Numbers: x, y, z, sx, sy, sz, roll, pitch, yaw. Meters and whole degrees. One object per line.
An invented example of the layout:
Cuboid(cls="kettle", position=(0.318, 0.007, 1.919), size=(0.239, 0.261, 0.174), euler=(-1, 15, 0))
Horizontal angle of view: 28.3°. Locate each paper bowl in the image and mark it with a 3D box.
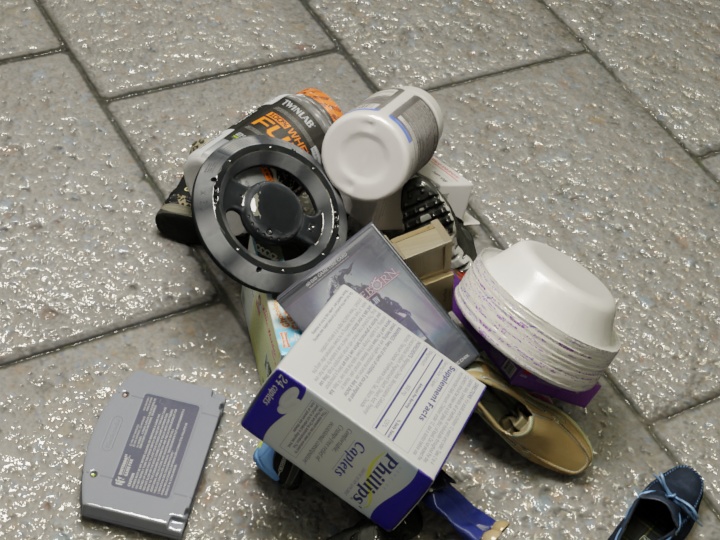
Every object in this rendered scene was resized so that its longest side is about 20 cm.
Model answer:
Cuboid(cls="paper bowl", position=(0.217, 0.041, 1.676), size=(0.200, 0.105, 0.201), euler=(29, 19, -11))

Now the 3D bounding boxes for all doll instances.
Cuboid(cls="doll", position=(0.077, 0.237, 1.616), size=(0.200, 0.049, 0.136), euler=(43, 16, 11))

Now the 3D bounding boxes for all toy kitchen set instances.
Cuboid(cls="toy kitchen set", position=(0.000, 0.000, 1.754), size=(0.163, 0.200, 0.181), euler=(-21, 53, -16))

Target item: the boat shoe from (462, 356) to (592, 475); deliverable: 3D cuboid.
Cuboid(cls="boat shoe", position=(0.190, 0.180, 1.672), size=(0.200, 0.072, 0.076), euler=(34, 9, -8))

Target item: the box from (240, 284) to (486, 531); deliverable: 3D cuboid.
Cuboid(cls="box", position=(0.006, 0.145, 1.531), size=(0.200, 0.105, 0.184), euler=(36, 36, 2))

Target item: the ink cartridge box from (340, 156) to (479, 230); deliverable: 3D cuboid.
Cuboid(cls="ink cartridge box", position=(0.066, -0.111, 1.917), size=(0.199, 0.067, 0.116), euler=(-4, 31, -39))

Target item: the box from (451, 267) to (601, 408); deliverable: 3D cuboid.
Cuboid(cls="box", position=(0.192, 0.081, 1.761), size=(0.137, 0.039, 0.200), euler=(20, 22, -39))

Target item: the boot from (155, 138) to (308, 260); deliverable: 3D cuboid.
Cuboid(cls="boot", position=(-0.154, -0.096, 1.891), size=(0.203, 0.074, 0.154), euler=(12, 50, 4))

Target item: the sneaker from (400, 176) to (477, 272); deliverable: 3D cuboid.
Cuboid(cls="sneaker", position=(0.103, -0.049, 1.854), size=(0.066, 0.200, 0.091), euler=(-23, 31, 13))

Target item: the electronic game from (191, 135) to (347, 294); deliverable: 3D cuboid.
Cuboid(cls="electronic game", position=(-0.106, -0.067, 1.697), size=(0.199, 0.042, 0.201), euler=(10, 67, -25))

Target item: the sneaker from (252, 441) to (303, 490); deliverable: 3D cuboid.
Cuboid(cls="sneaker", position=(-0.041, 0.188, 1.664), size=(0.083, 0.071, 0.199), euler=(50, 49, 3))

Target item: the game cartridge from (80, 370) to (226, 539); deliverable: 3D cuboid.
Cuboid(cls="game cartridge", position=(-0.239, 0.204, 1.614), size=(0.133, 0.041, 0.200), euler=(17, 45, -2))

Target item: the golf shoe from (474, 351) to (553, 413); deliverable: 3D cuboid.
Cuboid(cls="golf shoe", position=(0.138, 0.135, 1.752), size=(0.199, 0.075, 0.092), euler=(18, 36, -6))

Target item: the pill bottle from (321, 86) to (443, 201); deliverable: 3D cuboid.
Cuboid(cls="pill bottle", position=(0.034, -0.165, 1.793), size=(0.113, 0.114, 0.200), euler=(24, 24, 10))

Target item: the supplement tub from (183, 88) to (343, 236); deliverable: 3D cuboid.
Cuboid(cls="supplement tub", position=(-0.114, -0.142, 1.806), size=(0.122, 0.123, 0.200), euler=(37, 57, 22))

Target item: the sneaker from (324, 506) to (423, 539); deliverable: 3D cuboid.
Cuboid(cls="sneaker", position=(-0.004, 0.298, 1.549), size=(0.060, 0.104, 0.200), euler=(60, 18, 0))

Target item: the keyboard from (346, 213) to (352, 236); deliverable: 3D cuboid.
Cuboid(cls="keyboard", position=(-0.057, -0.021, 1.803), size=(0.040, 0.104, 0.200), euler=(38, 30, -16))

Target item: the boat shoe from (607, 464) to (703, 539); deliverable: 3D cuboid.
Cuboid(cls="boat shoe", position=(0.346, 0.289, 1.643), size=(0.084, 0.069, 0.200), euler=(30, 47, 16))

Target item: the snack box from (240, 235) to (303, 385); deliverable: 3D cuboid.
Cuboid(cls="snack box", position=(-0.105, 0.063, 1.725), size=(0.037, 0.116, 0.200), euler=(-3, 48, -16))

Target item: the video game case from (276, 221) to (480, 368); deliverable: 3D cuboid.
Cuboid(cls="video game case", position=(0.021, 0.064, 1.640), size=(0.200, 0.143, 0.019), euler=(50, 9, -12))
